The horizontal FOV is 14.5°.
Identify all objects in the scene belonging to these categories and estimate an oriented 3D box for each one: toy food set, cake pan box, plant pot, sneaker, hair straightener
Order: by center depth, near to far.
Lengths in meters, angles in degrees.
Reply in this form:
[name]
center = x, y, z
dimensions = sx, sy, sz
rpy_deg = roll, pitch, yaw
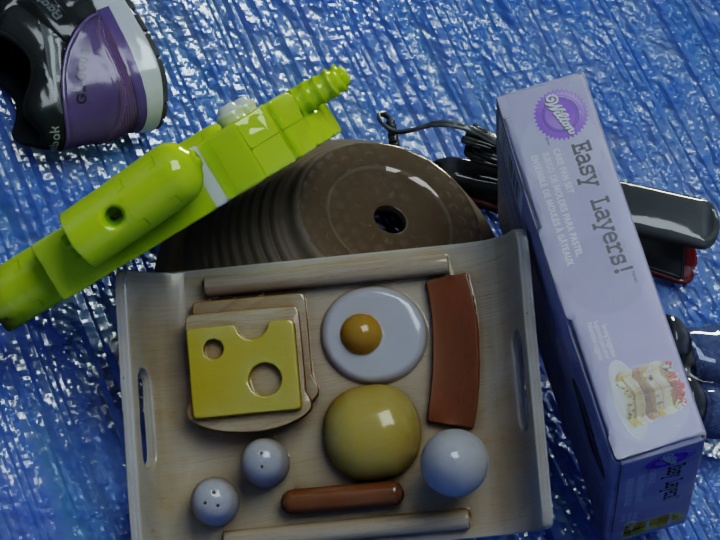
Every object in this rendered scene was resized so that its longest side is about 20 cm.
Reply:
[toy food set]
center = -0.014, 0.061, 1.338
dimensions = 0.199, 0.060, 0.144
rpy_deg = -5, 83, 1
[cake pan box]
center = 0.114, 0.020, 1.392
dimensions = 0.052, 0.184, 0.201
rpy_deg = -16, 71, -4
[plant pot]
center = 0.000, 0.000, 1.442
dimensions = 0.200, 0.093, 0.201
rpy_deg = 11, 51, -14
[sneaker]
center = -0.182, -0.152, 1.497
dimensions = 0.087, 0.076, 0.200
rpy_deg = -18, 63, -25
[hair straightener]
center = 0.104, -0.054, 1.535
dimensions = 0.199, 0.077, 0.041
rpy_deg = 21, 51, -6

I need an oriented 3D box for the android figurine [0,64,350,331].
[android figurine]
center = -0.090, -0.039, 1.366
dimensions = 0.041, 0.200, 0.182
rpy_deg = 57, 10, -3

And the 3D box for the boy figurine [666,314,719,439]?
[boy figurine]
center = 0.248, 0.060, 1.518
dimensions = 0.199, 0.064, 0.125
rpy_deg = 2, 54, -22
